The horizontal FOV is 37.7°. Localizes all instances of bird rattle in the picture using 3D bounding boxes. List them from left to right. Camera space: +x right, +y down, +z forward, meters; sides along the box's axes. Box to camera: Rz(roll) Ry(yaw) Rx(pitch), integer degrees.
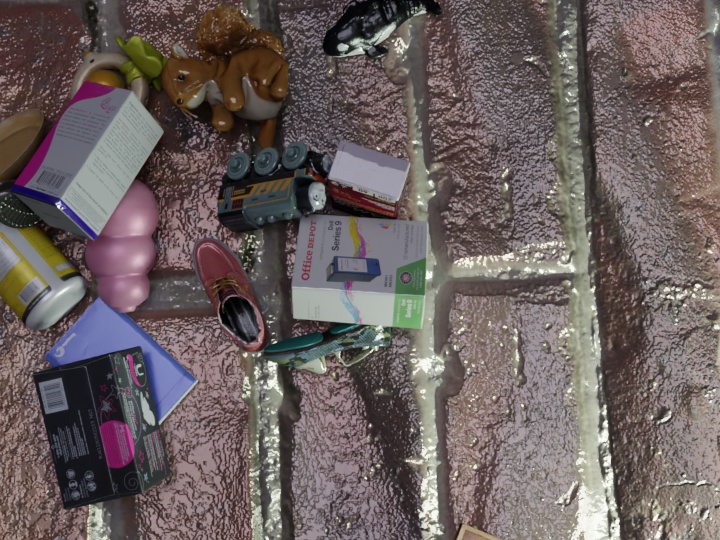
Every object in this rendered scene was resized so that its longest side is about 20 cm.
[{"bbox_3d":[-0.381,-0.272,1.670,0.162,0.113,0.202,13,93,14],"label":"bird rattle"}]

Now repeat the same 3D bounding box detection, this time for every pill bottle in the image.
[{"bbox_3d":[-0.517,-0.015,1.597,0.112,0.112,0.200,-42,82,-7],"label":"pill bottle"}]

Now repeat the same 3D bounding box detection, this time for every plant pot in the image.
[{"bbox_3d":[-0.556,-0.169,1.610,0.200,0.200,0.028,-41,125,-6],"label":"plant pot"}]

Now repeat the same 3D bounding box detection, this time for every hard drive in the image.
[{"bbox_3d":[-0.366,0.151,1.611,0.200,0.025,0.132,41,83,7],"label":"hard drive"}]

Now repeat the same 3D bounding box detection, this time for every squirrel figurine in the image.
[{"bbox_3d":[-0.212,-0.308,1.630,0.185,0.142,0.201,7,62,-12],"label":"squirrel figurine"}]

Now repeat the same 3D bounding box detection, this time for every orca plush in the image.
[{"bbox_3d":[0.033,-0.401,1.685,0.198,0.071,0.106,-10,80,-2],"label":"orca plush"}]

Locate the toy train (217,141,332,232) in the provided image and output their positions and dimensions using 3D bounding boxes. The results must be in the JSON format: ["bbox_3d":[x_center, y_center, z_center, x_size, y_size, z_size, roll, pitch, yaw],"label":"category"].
[{"bbox_3d":[-0.131,-0.123,1.601,0.199,0.085,0.115,-7,66,30],"label":"toy train"}]

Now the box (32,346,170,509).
[{"bbox_3d":[-0.373,0.226,1.530,0.131,0.115,0.202,-14,88,12],"label":"box"}]

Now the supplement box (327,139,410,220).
[{"bbox_3d":[0.012,-0.125,1.571,0.108,0.200,0.061,18,82,4],"label":"supplement box"}]

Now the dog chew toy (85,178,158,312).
[{"bbox_3d":[-0.365,-0.037,1.601,0.123,0.125,0.202,-5,88,-1],"label":"dog chew toy"}]

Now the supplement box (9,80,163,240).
[{"bbox_3d":[-0.390,-0.160,1.517,0.101,0.103,0.201,17,69,31],"label":"supplement box"}]

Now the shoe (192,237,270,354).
[{"bbox_3d":[-0.198,0.032,1.598,0.071,0.091,0.201,-28,81,-5],"label":"shoe"}]

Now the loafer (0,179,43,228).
[{"bbox_3d":[-0.489,-0.112,1.583,0.071,0.200,0.073,46,108,14],"label":"loafer"}]

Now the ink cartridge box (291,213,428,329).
[{"bbox_3d":[0.000,0.000,1.581,0.198,0.088,0.146,4,52,3],"label":"ink cartridge box"}]

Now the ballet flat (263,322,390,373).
[{"bbox_3d":[-0.046,0.120,1.599,0.199,0.074,0.075,-18,80,1],"label":"ballet flat"}]

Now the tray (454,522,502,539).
[{"bbox_3d":[0.224,0.457,1.552,0.199,0.037,0.099,22,81,5],"label":"tray"}]
